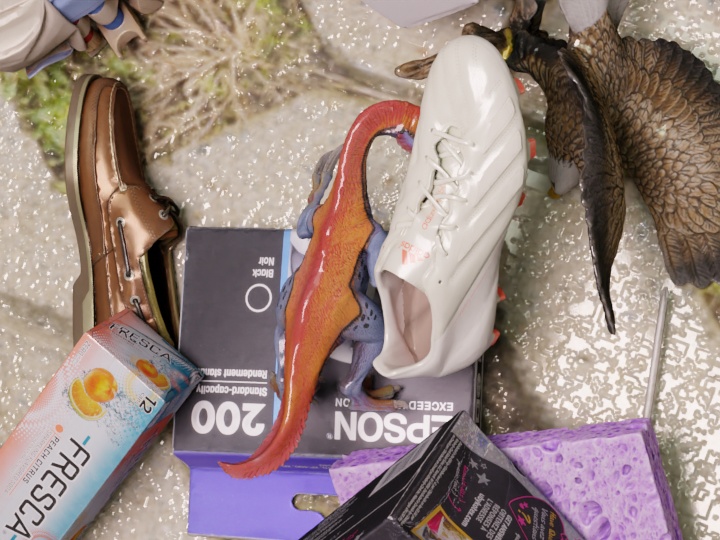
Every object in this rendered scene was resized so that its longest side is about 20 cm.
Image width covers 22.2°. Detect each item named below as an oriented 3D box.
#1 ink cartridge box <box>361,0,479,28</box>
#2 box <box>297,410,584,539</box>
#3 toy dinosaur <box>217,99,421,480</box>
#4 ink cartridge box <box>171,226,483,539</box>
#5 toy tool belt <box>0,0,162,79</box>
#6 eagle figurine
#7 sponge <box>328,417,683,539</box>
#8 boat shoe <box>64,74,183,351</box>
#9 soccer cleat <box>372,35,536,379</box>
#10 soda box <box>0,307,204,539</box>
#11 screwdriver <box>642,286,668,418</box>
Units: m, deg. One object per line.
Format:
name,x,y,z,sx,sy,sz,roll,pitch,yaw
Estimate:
ink cartridge box,0.026,-0.270,1.085,0.084,0.145,0.201,-10,55,57
box,0.013,0.197,1.034,0.115,0.132,0.200,47,121,-3
toy dinosaur,0.000,0.000,1.052,0.105,0.200,0.182,12,123,10
ink cartridge box,-0.020,0.073,1.148,0.197,0.043,0.201,0,85,17
toy tool belt,-0.182,-0.198,1.196,0.200,0.123,0.125,-32,78,3
eagle figurine,0.144,-0.077,1.075,0.152,0.151,0.200,-39,64,-1
sponge,0.087,0.152,1.076,0.199,0.030,0.112,-10,104,26
boat shoe,-0.146,-0.028,1.186,0.068,0.072,0.201,-2,94,16
soccer cleat,0.047,-0.029,1.010,0.069,0.077,0.201,29,125,41
soda box,-0.185,0.121,1.151,0.068,0.064,0.200,41,112,6
screwdriver,0.166,0.109,1.091,0.028,0.029,0.201,8,91,18
